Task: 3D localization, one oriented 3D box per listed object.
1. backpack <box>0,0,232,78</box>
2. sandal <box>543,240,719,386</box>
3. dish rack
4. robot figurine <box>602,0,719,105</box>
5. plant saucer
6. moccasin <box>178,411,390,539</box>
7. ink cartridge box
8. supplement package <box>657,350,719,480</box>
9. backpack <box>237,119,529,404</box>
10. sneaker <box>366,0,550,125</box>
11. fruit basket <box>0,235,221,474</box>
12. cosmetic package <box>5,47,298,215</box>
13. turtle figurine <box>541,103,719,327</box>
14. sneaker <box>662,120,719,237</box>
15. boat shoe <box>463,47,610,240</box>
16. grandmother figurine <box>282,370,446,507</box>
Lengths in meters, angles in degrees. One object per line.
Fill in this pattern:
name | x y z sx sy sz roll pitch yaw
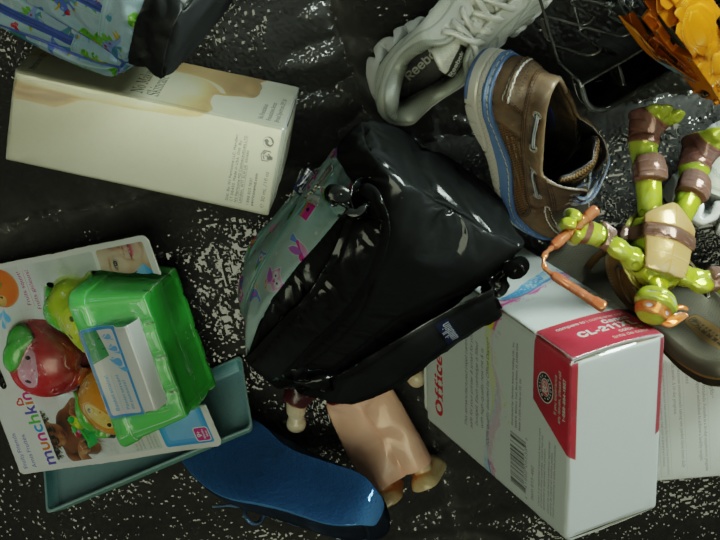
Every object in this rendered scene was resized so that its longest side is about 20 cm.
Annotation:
backpack | -0.192 -0.218 1.079 0.199 0.164 0.154 33 128 -3
sandal | 0.214 0.014 1.139 0.081 0.200 0.055 -30 134 -19
dish rack | 0.178 -0.228 1.051 0.153 0.054 0.201 -31 123 -14
robot figurine | 0.209 -0.209 1.010 0.145 0.058 0.200 -48 124 -4
plant saucer | -0.177 0.139 1.291 0.198 0.070 0.019 -24 144 16
moccasin | -0.065 0.180 1.263 0.199 0.081 0.068 24 161 33
ink cartridge box | 0.130 0.080 1.154 0.082 0.200 0.147 -14 118 -24
supplement package | 0.315 0.080 1.187 0.197 0.114 0.111 -5 113 7
backpack | 0.000 0.000 1.116 0.166 0.127 0.200 30 119 -24
sneaker | 0.082 -0.179 1.101 0.075 0.081 0.200 38 111 -11
fruit basket | -0.226 0.074 1.244 0.198 0.094 0.187 -11 108 18
cosmetic package | -0.151 -0.110 1.149 0.198 0.105 0.072 12 114 -2
turtle figurine | 0.221 -0.024 1.089 0.198 0.064 0.163 17 71 -10
sneaker | 0.329 -0.045 1.156 0.198 0.075 0.082 23 106 -6
boat shoe | 0.136 -0.077 1.109 0.072 0.073 0.200 19 161 34
grandmother figurine | -0.008 0.095 1.259 0.120 0.061 0.202 -26 108 -2
